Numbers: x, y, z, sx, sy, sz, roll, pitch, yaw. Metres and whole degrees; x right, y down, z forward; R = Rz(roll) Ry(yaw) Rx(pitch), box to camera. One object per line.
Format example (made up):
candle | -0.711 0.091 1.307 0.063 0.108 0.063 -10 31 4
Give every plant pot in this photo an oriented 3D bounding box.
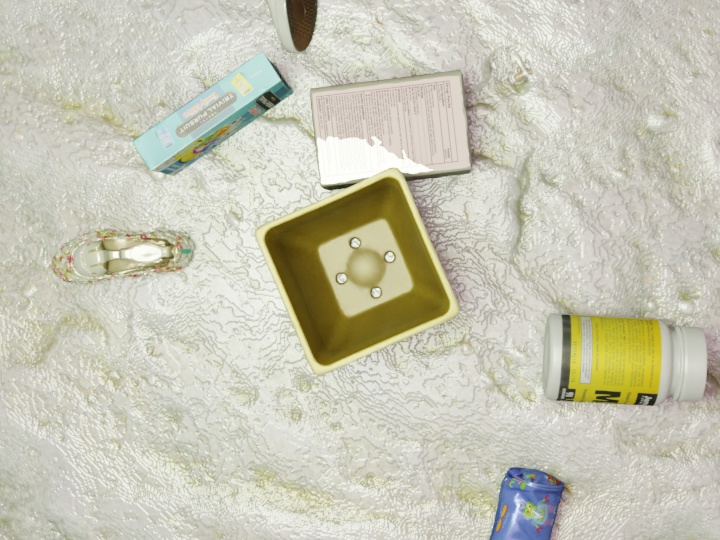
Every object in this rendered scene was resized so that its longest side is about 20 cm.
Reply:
plant pot | 0.000 0.000 1.652 0.194 0.200 0.196 -23 90 3

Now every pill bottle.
pill bottle | 0.338 0.116 1.677 0.198 0.114 0.116 3 91 4

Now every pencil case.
pencil case | 0.202 0.358 1.708 0.086 0.078 0.202 16 91 -20

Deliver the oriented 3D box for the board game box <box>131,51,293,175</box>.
board game box | -0.187 -0.199 1.683 0.199 0.151 0.047 -34 90 4

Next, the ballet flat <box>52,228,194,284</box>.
ballet flat | -0.323 -0.023 1.739 0.198 0.064 0.076 -9 91 4

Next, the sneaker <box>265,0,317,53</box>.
sneaker | -0.112 -0.387 1.728 0.084 0.073 0.202 -2 100 37

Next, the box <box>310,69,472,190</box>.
box | 0.041 -0.179 1.691 0.198 0.109 0.129 -6 90 3
